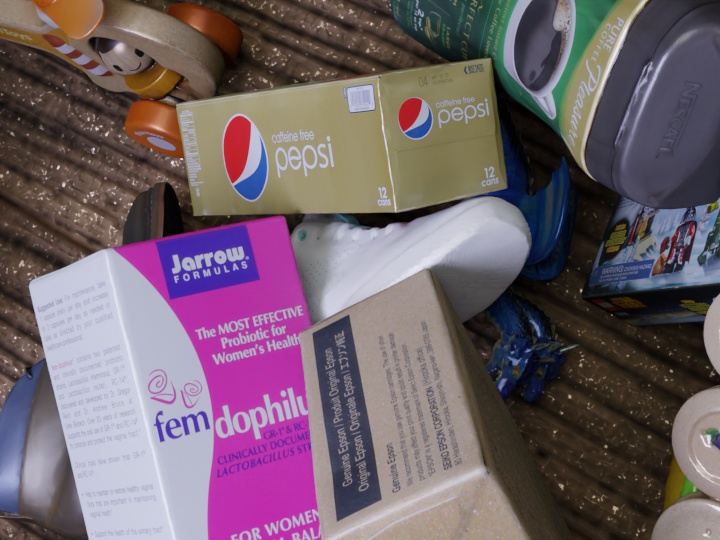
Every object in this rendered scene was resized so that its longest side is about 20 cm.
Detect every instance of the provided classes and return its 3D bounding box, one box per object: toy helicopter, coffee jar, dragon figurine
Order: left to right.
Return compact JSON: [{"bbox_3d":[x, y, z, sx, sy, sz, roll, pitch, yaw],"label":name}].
[{"bbox_3d":[-0.171,-0.137,0.898,0.199,0.132,0.079,15,78,18],"label":"toy helicopter"},{"bbox_3d":[0.083,-0.029,0.842,0.099,0.059,0.201,16,78,18],"label":"dragon figurine"},{"bbox_3d":[0.103,-0.115,0.748,0.200,0.085,0.105,46,129,40],"label":"coffee jar"}]

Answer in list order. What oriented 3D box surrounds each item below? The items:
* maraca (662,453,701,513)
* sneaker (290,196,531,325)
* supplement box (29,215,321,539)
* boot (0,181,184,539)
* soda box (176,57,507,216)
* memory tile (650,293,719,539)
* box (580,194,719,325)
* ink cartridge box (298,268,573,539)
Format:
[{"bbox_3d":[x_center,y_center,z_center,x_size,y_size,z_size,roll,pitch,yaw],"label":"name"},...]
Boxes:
[{"bbox_3d":[0.210,0.088,0.746,0.107,0.137,0.200,8,67,54],"label":"maraca"},{"bbox_3d":[0.000,0.000,0.805,0.200,0.075,0.089,-36,58,40],"label":"sneaker"},{"bbox_3d":[-0.077,0.085,0.777,0.101,0.103,0.201,-13,87,-33],"label":"supplement box"},{"bbox_3d":[-0.148,0.048,0.868,0.097,0.075,0.201,1,76,11],"label":"boot"},{"bbox_3d":[-0.016,-0.064,0.806,0.068,0.200,0.064,-13,99,-32],"label":"soda box"},{"bbox_3d":[0.200,0.065,0.635,0.153,0.017,0.201,21,113,29],"label":"memory tile"},{"bbox_3d":[0.185,-0.046,0.755,0.040,0.200,0.137,26,78,-15],"label":"box"},{"bbox_3d":[0.050,0.126,0.701,0.075,0.200,0.165,-26,26,6],"label":"ink cartridge box"}]
